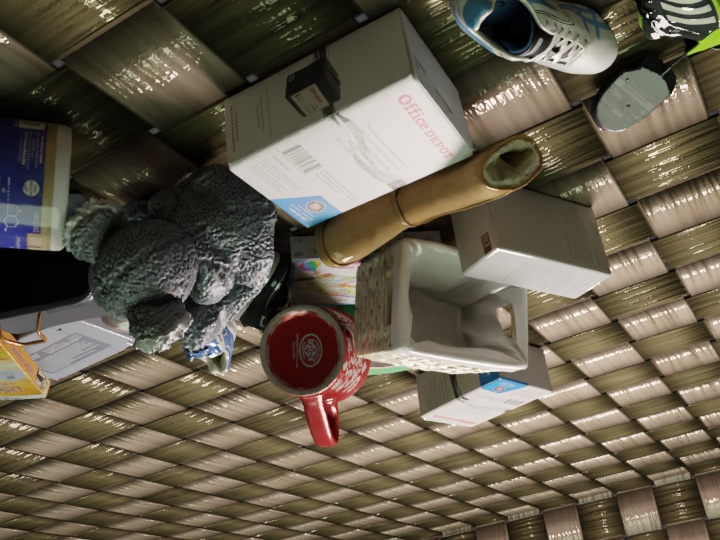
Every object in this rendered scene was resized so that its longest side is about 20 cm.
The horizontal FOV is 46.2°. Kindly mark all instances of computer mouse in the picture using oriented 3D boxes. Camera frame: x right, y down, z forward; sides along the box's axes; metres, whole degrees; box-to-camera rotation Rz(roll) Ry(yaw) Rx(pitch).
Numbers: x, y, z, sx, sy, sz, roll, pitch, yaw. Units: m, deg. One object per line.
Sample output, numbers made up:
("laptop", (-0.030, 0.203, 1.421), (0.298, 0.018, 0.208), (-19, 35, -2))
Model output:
("computer mouse", (0.305, -0.210, 0.827), (0.058, 0.034, 0.200), (34, 131, -18))

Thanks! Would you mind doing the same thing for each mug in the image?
("mug", (-0.047, 0.124, 1.090), (0.132, 0.179, 0.200), (-34, 170, 0))

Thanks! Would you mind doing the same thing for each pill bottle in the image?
("pill bottle", (-0.372, -0.085, 0.779), (0.196, 0.122, 0.120), (3, 150, -20))

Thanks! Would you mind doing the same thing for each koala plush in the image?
("koala plush", (-0.194, -0.013, 0.841), (0.183, 0.179, 0.199), (-34, 177, 30))

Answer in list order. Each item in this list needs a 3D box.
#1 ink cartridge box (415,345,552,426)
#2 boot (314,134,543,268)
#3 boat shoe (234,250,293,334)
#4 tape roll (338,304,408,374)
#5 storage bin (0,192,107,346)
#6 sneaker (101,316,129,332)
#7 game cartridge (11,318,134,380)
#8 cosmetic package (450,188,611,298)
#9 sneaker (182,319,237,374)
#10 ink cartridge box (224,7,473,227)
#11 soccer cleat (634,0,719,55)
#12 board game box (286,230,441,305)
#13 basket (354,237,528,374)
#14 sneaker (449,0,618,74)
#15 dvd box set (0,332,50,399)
("ink cartridge box", (0.215, 0.201, 1.499), (0.144, 0.086, 0.199), (17, 144, -38))
("boot", (0.064, -0.074, 0.871), (0.174, 0.067, 0.198), (-37, -167, -36))
("boat shoe", (-0.116, 0.032, 1.085), (0.060, 0.077, 0.200), (31, 160, -7))
("tape roll", (0.040, 0.102, 1.311), (0.196, 0.049, 0.201), (-7, 152, -3))
("storage bin", (-0.362, 0.016, 0.964), (0.196, 0.149, 0.134), (-11, 162, 7))
("sneaker", (-0.235, 0.028, 1.033), (0.196, 0.083, 0.088), (-20, -167, 9))
("game cartridge", (-0.428, 0.101, 1.200), (0.197, 0.041, 0.133), (-23, 152, 26))
("cosmetic package", (0.210, -0.037, 1.041), (0.197, 0.104, 0.074), (11, 146, -30))
("sneaker", (-0.220, 0.078, 1.165), (0.074, 0.078, 0.200), (-13, 150, 14))
("ink cartridge box", (-0.011, -0.138, 0.812), (0.197, 0.085, 0.145), (-21, 149, 22))
("soccer cleat", (0.259, -0.239, 0.712), (0.198, 0.069, 0.080), (21, 148, -38))
("board game box", (0.000, 0.000, 1.124), (0.195, 0.035, 0.135), (-2, 152, -10))
("basket", (0.097, 0.054, 1.050), (0.197, 0.139, 0.123), (12, 161, -30))
("sneaker", (0.156, -0.207, 0.743), (0.197, 0.074, 0.072), (12, 145, -35))
("dvd box set", (-0.532, 0.115, 1.148), (0.143, 0.030, 0.202), (-2, 142, 7))
